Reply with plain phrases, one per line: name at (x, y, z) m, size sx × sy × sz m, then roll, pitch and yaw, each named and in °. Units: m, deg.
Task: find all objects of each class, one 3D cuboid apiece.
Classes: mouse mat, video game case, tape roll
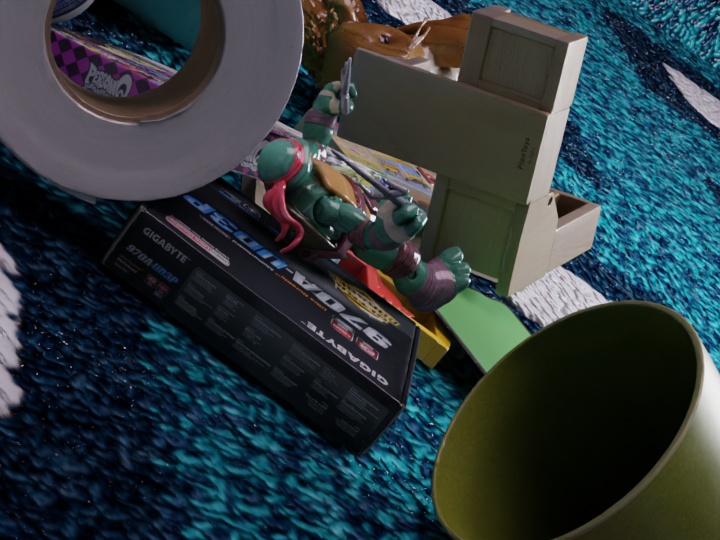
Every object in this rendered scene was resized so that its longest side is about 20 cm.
mouse mat at (0.110, 0.063, 1.769) m, size 0.161 × 0.008 × 0.200 m, roll 52°, pitch 14°, yaw 27°
video game case at (-0.112, -0.104, 1.624) m, size 0.200 × 0.036 × 0.181 m, roll 29°, pitch 7°, yaw 36°
tape roll at (-0.137, -0.143, 1.422) m, size 0.202 × 0.203 × 0.071 m, roll 33°, pitch 5°, yaw -19°

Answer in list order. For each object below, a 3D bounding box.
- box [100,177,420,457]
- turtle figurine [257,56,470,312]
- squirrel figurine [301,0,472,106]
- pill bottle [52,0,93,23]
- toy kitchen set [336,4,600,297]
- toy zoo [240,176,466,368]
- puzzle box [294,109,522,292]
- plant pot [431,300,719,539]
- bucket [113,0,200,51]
box at (-0.057, 0.016, 1.501) m, size 0.200 × 0.046 × 0.159 m, roll 37°, pitch 16°, yaw -6°
turtle figurine at (-0.009, -0.050, 1.527) m, size 0.200 × 0.101 × 0.150 m, roll 44°, pitch 19°, yaw -53°
squirrel figurine at (0.015, -0.165, 2.007) m, size 0.200 × 0.142 × 0.186 m, roll 19°, pitch 10°, yaw 37°
pill bottle at (-0.222, -0.227, 1.608) m, size 0.111 × 0.111 × 0.200 m, roll 41°, pitch -5°, yaw 6°
toy kitchen set at (0.096, -0.115, 1.870) m, size 0.163 × 0.200 × 0.180 m, roll 21°, pitch 21°, yaw 21°
toy zoo at (0.000, 0.000, 1.716) m, size 0.200 × 0.020 × 0.131 m, roll 36°, pitch 16°, yaw -13°
puzzle box at (0.045, -0.055, 1.956) m, size 0.200 × 0.025 × 0.133 m, roll 21°, pitch 24°, yaw -47°
plant pot at (0.175, 0.153, 1.455) m, size 0.200 × 0.187 × 0.187 m, roll 48°, pitch 10°, yaw -30°
bucket at (-0.138, -0.284, 1.870) m, size 0.135 × 0.207 × 0.207 m, roll 27°, pitch 19°, yaw -20°
